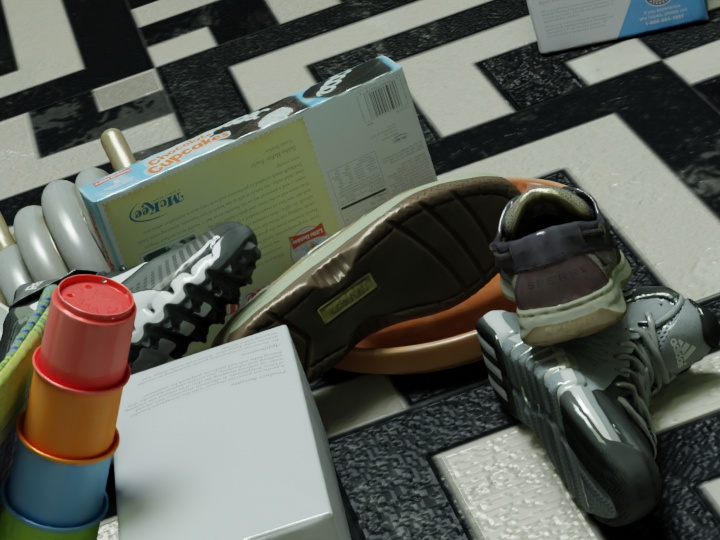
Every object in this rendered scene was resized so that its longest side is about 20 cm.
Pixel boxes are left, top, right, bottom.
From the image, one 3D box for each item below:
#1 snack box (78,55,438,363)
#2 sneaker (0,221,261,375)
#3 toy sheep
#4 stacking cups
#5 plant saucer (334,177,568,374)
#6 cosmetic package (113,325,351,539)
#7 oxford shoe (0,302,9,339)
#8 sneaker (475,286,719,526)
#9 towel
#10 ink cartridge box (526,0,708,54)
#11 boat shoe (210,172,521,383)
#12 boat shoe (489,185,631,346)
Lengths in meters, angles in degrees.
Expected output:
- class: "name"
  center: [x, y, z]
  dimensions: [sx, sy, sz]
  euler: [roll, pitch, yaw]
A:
- class: "snack box"
  center: [-0.052, -0.034, 1.251]
  dimensions: [0.200, 0.116, 0.037]
  euler: [-25, 25, -14]
- class: "sneaker"
  center: [-0.149, 0.027, 1.183]
  dimensions: [0.200, 0.066, 0.091]
  euler: [-41, 71, 5]
- class: "toy sheep"
  center: [-0.153, -0.006, 1.311]
  dimensions: [0.200, 0.138, 0.138]
  euler: [-32, 26, 6]
- class: "stacking cups"
  center: [-0.141, 0.097, 1.033]
  dimensions: [0.060, 0.200, 0.061]
  euler: [13, 30, -8]
- class: "plant saucer"
  center: [0.051, 0.006, 1.278]
  dimensions: [0.200, 0.032, 0.200]
  euler: [-14, 26, 7]
- class: "cosmetic package"
  center: [-0.064, 0.118, 1.074]
  dimensions: [0.108, 0.085, 0.200]
  euler: [-17, 27, 1]
- class: "oxford shoe"
  center: [-0.233, 0.043, 1.253]
  dimensions: [0.200, 0.075, 0.058]
  euler: [46, 27, 19]
- class: "sneaker"
  center: [0.140, 0.053, 1.091]
  dimensions: [0.115, 0.075, 0.200]
  euler: [-19, 26, -9]
- class: "towel"
  center: [-0.190, 0.114, 1.062]
  dimensions: [0.023, 0.200, 0.144]
  euler: [21, 36, 6]
- class: "ink cartridge box"
  center: [0.173, -0.284, 1.568]
  dimensions: [0.129, 0.200, 0.125]
  euler: [-10, 28, 14]
- class: "boat shoe"
  center: [0.000, 0.000, 1.217]
  dimensions: [0.200, 0.072, 0.076]
  euler: [-27, 17, -18]
- class: "boat shoe"
  center: [0.103, -0.013, 1.122]
  dimensions: [0.072, 0.065, 0.200]
  euler: [-12, 12, 7]
